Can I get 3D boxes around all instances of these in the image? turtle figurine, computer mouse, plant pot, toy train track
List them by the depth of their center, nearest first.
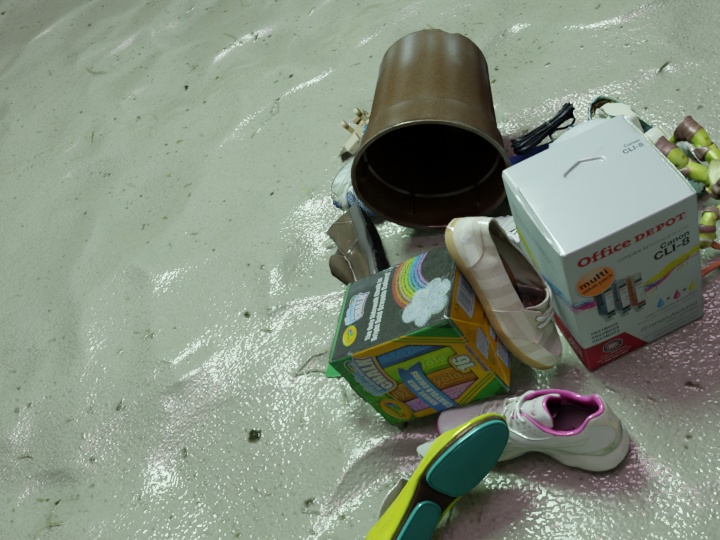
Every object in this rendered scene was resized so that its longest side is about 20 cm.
[{"bbox_3d":[0.403,-0.097,0.945,0.200,0.064,0.161,-42,66,-9],"label":"turtle figurine"},{"bbox_3d":[0.273,-0.168,1.035,0.109,0.044,0.200,-29,25,-14],"label":"computer mouse"},{"bbox_3d":[0.094,-0.192,1.086,0.199,0.201,0.199,-8,53,19],"label":"plant pot"},{"bbox_3d":[-0.009,-0.210,1.228,0.115,0.032,0.200,-48,12,18],"label":"toy train track"}]

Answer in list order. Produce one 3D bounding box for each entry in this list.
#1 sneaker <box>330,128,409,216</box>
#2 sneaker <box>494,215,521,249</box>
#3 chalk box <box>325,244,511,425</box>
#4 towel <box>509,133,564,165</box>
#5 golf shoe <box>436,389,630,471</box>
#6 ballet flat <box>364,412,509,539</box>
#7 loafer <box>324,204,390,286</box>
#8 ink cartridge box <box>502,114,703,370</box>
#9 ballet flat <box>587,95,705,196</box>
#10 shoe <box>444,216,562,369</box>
[{"bbox_3d":[0.047,-0.154,1.199,0.085,0.077,0.200,26,72,28],"label":"sneaker"},{"bbox_3d":[0.200,-0.047,1.026,0.199,0.075,0.081,-28,36,-1],"label":"sneaker"},{"bbox_3d":[0.052,0.077,0.919,0.199,0.124,0.125,-23,34,32],"label":"chalk box"},{"bbox_3d":[0.250,-0.127,1.045,0.144,0.024,0.200,-22,22,-1],"label":"towel"},{"bbox_3d":[0.167,0.149,0.851,0.199,0.092,0.076,-2,51,26],"label":"golf shoe"},{"bbox_3d":[0.068,0.213,0.835,0.200,0.067,0.067,-55,30,3],"label":"ballet flat"},{"bbox_3d":[0.000,0.000,1.085,0.071,0.073,0.200,-30,39,12],"label":"loafer"},{"bbox_3d":[0.258,-0.028,0.885,0.145,0.200,0.145,-26,45,2],"label":"ink cartridge box"},{"bbox_3d":[0.353,-0.162,1.053,0.074,0.074,0.200,-36,46,-8],"label":"ballet flat"},{"bbox_3d":[0.160,0.025,0.864,0.053,0.200,0.070,-19,28,41],"label":"shoe"}]
